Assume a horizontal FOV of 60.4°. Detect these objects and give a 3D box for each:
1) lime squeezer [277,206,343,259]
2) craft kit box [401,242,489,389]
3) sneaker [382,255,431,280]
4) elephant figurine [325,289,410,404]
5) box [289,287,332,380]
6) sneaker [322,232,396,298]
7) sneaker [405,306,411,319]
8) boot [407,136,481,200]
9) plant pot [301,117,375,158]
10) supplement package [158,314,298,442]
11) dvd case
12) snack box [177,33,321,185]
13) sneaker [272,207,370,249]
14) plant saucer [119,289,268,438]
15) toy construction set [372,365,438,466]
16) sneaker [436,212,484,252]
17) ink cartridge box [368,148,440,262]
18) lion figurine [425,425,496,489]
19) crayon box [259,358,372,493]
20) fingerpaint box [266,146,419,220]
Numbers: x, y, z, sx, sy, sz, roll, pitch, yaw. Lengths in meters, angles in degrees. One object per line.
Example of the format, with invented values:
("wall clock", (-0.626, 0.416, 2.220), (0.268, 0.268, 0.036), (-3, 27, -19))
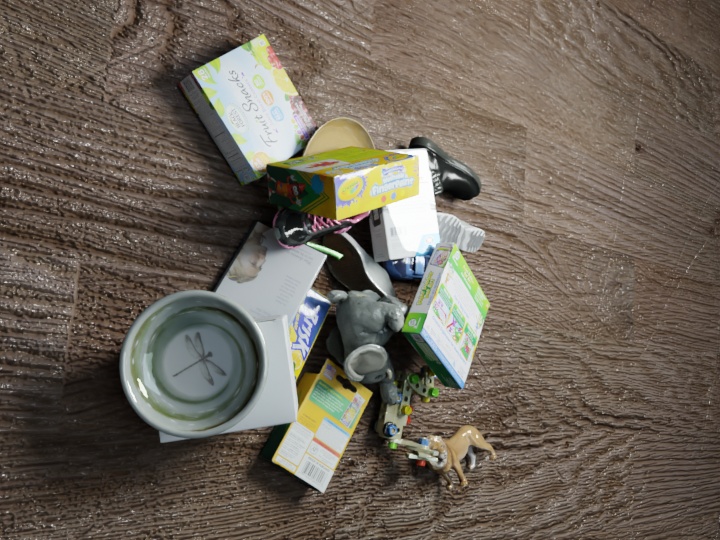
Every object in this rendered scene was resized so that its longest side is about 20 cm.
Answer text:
("lime squeezer", (-0.115, -0.085, 1.117), (0.071, 0.038, 0.200), (-39, 97, -14))
("craft kit box", (0.166, 0.086, 1.154), (0.200, 0.048, 0.198), (53, 53, -40))
("sneaker", (0.135, -0.013, 1.275), (0.199, 0.082, 0.074), (6, 84, -34))
("elephant figurine", (0.007, 0.143, 1.109), (0.141, 0.155, 0.201), (-22, 129, -75))
("box", (-0.127, 0.127, 1.076), (0.064, 0.070, 0.201), (35, 66, -24))
("sneaker", (0.000, 0.000, 1.199), (0.200, 0.073, 0.085), (55, 23, -9))
("sneaker", (0.179, 0.144, 1.276), (0.200, 0.105, 0.076), (37, 65, -27))
("boot", (0.157, -0.164, 1.308), (0.211, 0.079, 0.158), (29, 66, -25))
("plant pot", (-0.045, -0.182, 1.153), (0.200, 0.027, 0.201), (-18, 115, -44))
("supplement package", (-0.203, 0.159, 0.942), (0.199, 0.111, 0.156), (-8, 89, -5))
("dvd case", (-0.163, 0.025, 1.051), (0.142, 0.018, 0.200), (26, 68, 1))
("snack box", (-0.187, -0.278, 1.075), (0.169, 0.068, 0.200), (-42, 109, -33))
("sneaker", (-0.060, -0.092, 1.063), (0.200, 0.095, 0.079), (-24, 100, -44))
("plant saucer", (-0.227, 0.128, 0.860), (0.199, 0.050, 0.201), (0, 87, -5))
("toy construction set", (0.097, 0.280, 1.220), (0.131, 0.092, 0.201), (17, 65, -34))
("sneaker", (0.177, -0.081, 1.304), (0.200, 0.082, 0.075), (16, 101, -49))
("ink cartridge box", (0.077, -0.123, 1.173), (0.115, 0.067, 0.201), (-7, 90, -23))
("lion figurine", (0.204, 0.376, 1.304), (0.200, 0.072, 0.123), (-20, 85, -50))
("crayon box", (-0.076, 0.275, 1.111), (0.126, 0.051, 0.200), (41, 64, -26))
("fingerpaint box", (-0.027, -0.150, 1.036), (0.200, 0.166, 0.074), (-22, 119, -42))
